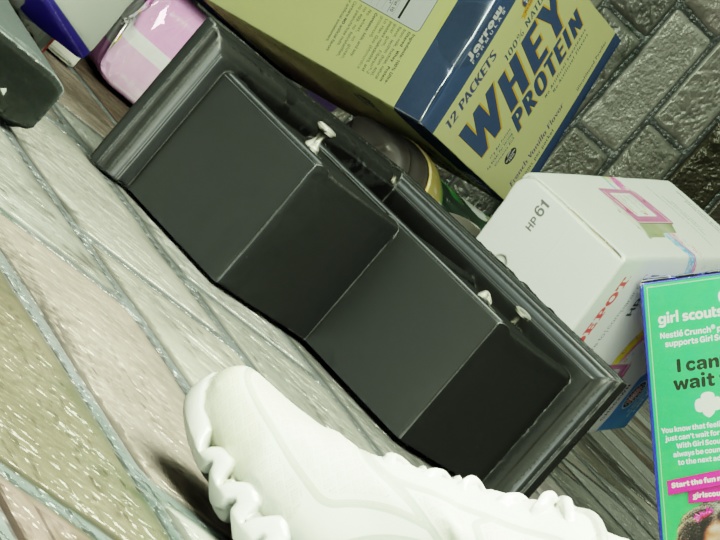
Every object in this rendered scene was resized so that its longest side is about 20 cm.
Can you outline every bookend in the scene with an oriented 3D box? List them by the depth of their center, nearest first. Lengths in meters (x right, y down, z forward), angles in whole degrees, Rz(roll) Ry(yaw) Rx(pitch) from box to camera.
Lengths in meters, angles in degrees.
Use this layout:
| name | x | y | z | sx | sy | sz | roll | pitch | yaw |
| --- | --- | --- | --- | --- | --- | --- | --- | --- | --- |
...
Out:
| name | x | y | z | sx | sy | sz | roll | pitch | yaw |
| --- | --- | --- | --- | --- | --- | --- | --- | --- | --- |
| bookend | 0.000 | 0.000 | 1.309 | 0.199 | 0.092 | 0.200 | 45 | 6 | 37 |

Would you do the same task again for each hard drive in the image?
| name | x | y | z | sx | sy | sz | roll | pitch | yaw |
| --- | --- | --- | --- | --- | --- | --- | --- | --- | --- |
| hard drive | -0.211 | -0.141 | 1.216 | 0.139 | 0.033 | 0.200 | 40 | 5 | -26 |

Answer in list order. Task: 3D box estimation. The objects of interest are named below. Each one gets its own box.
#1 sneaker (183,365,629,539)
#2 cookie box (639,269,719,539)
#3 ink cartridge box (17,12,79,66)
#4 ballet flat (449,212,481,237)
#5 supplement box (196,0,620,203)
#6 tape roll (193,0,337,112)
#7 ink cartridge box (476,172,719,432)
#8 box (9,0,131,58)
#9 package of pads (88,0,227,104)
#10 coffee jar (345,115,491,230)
| name | x | y | z | sx | sy | sz | roll | pitch | yaw |
| --- | --- | --- | --- | --- | --- | --- | --- | --- | --- |
| sneaker | 0.031 | 0.090 | 0.780 | 0.200 | 0.081 | 0.075 | 42 | 6 | 18 |
| cookie box | 0.219 | 0.113 | 1.539 | 0.171 | 0.075 | 0.202 | 31 | 53 | -68 |
| ink cartridge box | -0.120 | -0.206 | 1.575 | 0.044 | 0.200 | 0.174 | 41 | 4 | -21 |
| ballet flat | -0.018 | -0.037 | 1.581 | 0.199 | 0.068 | 0.046 | 23 | -19 | -5 |
| supplement box | 0.027 | -0.164 | 1.685 | 0.199 | 0.135 | 0.200 | 31 | -1 | 25 |
| tape roll | -0.072 | -0.196 | 1.902 | 0.200 | 0.200 | 0.066 | 38 | 5 | -42 |
| ink cartridge box | 0.129 | 0.022 | 1.590 | 0.085 | 0.145 | 0.200 | 44 | 21 | 24 |
| box | -0.202 | -0.223 | 1.399 | 0.199 | 0.105 | 0.184 | 36 | -4 | 4 |
| package of pads | -0.087 | -0.107 | 1.728 | 0.200 | 0.076 | 0.121 | 40 | 7 | -20 |
| coffee jar | 0.039 | -0.009 | 1.688 | 0.200 | 0.104 | 0.085 | 38 | 4 | -39 |
